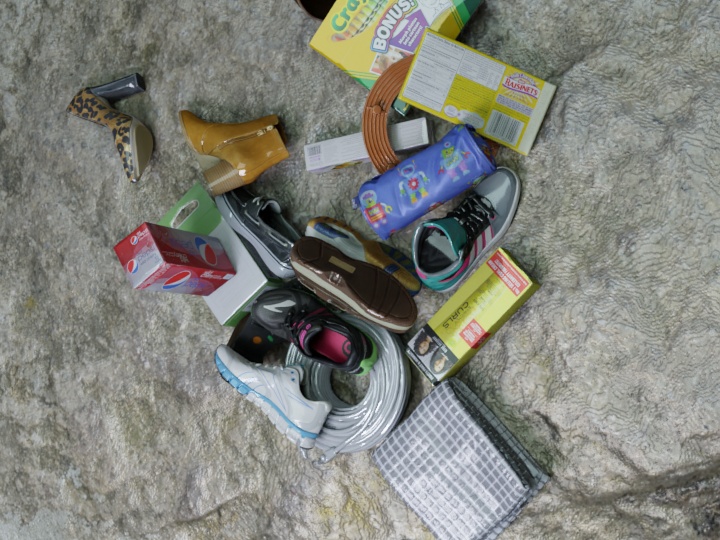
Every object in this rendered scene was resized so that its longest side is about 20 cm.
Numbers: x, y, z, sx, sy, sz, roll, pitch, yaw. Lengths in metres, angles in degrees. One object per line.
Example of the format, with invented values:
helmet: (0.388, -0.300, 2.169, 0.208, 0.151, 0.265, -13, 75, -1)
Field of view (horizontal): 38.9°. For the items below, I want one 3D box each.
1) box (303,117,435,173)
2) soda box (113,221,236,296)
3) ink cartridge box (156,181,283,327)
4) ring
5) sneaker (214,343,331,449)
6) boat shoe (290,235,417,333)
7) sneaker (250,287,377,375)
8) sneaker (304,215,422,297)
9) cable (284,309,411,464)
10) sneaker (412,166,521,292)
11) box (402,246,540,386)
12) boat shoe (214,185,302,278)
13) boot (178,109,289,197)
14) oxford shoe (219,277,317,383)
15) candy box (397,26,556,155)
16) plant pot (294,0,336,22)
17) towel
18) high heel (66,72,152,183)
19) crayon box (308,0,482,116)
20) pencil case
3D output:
box: (0.012, -0.181, 1.488, 0.196, 0.039, 0.042, -11, 84, 22)
soda box: (-0.258, -0.013, 1.438, 0.063, 0.199, 0.071, -34, 75, 15)
ink cartridge box: (-0.216, -0.025, 1.563, 0.104, 0.059, 0.201, -42, 72, 15)
ring: (0.100, -0.202, 1.420, 0.196, 0.019, 0.205, 0, 97, -1)
sneaker: (-0.119, 0.157, 1.438, 0.199, 0.075, 0.087, 38, 94, 16)
boat shoe: (-0.009, 0.028, 1.413, 0.201, 0.075, 0.075, 35, 57, 16)
sneaker: (-0.068, 0.078, 1.401, 0.197, 0.084, 0.078, 23, 92, 21)
sneaker: (0.000, 0.000, 1.474, 0.198, 0.075, 0.090, 31, 113, 25)
cable: (-0.018, 0.158, 1.458, 0.198, 0.069, 0.203, -25, 74, 22)
sneaker: (0.137, -0.061, 1.382, 0.083, 0.120, 0.202, 37, 100, 20)
box: (0.153, 0.066, 1.405, 0.200, 0.050, 0.075, -46, 70, 13)
boat shoe: (-0.141, -0.077, 1.515, 0.200, 0.071, 0.072, 46, 123, 26)
boot: (-0.192, -0.206, 1.567, 0.142, 0.071, 0.202, -29, 51, -4)
oxford shoe: (-0.141, 0.073, 1.509, 0.072, 0.085, 0.200, 39, 109, -23)
candy box: (0.158, -0.243, 1.392, 0.197, 0.026, 0.104, 23, 93, -5)
plant pot: (-0.079, -0.494, 1.490, 0.200, 0.186, 0.188, 42, 102, 34)
towel: (0.131, 0.270, 1.382, 0.166, 0.085, 0.200, -47, 71, 14)
high heel: (-0.411, -0.214, 1.647, 0.140, 0.071, 0.204, -16, 64, 15)
crayon box: (0.052, -0.353, 1.446, 0.171, 0.058, 0.202, 35, 100, 1)
pencil case: (0.086, -0.123, 1.381, 0.198, 0.078, 0.088, -31, 79, 16)
